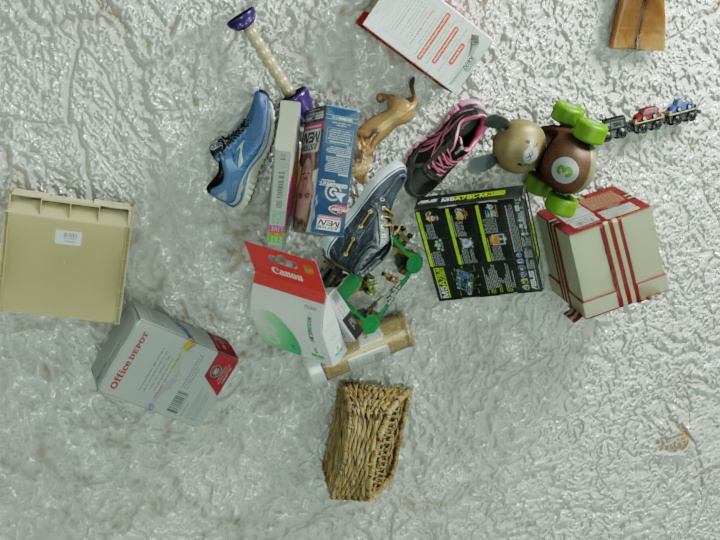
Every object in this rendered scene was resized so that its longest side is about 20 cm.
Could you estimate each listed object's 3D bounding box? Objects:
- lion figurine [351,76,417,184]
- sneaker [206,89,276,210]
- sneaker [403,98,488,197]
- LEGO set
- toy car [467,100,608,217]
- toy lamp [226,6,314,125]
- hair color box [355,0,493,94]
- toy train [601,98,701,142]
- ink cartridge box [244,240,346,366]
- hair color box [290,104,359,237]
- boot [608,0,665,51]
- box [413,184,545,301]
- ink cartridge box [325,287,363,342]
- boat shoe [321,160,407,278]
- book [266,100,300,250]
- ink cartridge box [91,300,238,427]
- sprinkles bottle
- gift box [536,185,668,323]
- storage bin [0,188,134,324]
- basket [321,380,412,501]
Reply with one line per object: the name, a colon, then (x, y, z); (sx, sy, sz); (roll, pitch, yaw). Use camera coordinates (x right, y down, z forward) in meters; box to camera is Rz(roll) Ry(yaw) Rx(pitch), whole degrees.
lion figurine: (0.034, -0.237, 1.672); (0.072, 0.123, 0.200); (40, 96, -21)
sneaker: (-0.197, -0.201, 1.658); (0.089, 0.079, 0.201); (17, 103, -19)
sneaker: (0.148, -0.203, 1.723); (0.079, 0.095, 0.200); (35, 99, -22)
LEGO set: (0.000, 0.000, 1.765); (0.154, 0.116, 0.201); (34, 85, -39)
toy car: (0.283, -0.200, 1.706); (0.199, 0.158, 0.165); (7, 116, -24)
toy lamp: (-0.138, -0.327, 1.642); (0.058, 0.058, 0.201); (-32, 112, 0)
hair color box: (0.105, -0.393, 1.669); (0.199, 0.064, 0.111); (33, 97, -18)
toy train: (0.514, -0.271, 1.813); (0.199, 0.034, 0.046); (-14, 98, -6)
ink cartridge box: (-0.118, 0.056, 1.666); (0.050, 0.160, 0.201); (-49, 139, -32)
hair color box: (-0.058, -0.156, 1.615); (0.060, 0.100, 0.201); (7, 90, -22)
boot: (0.523, -0.475, 1.730); (0.187, 0.069, 0.201); (-5, 109, -11)
box: (0.207, -0.044, 1.752); (0.192, 0.048, 0.201); (-5, 124, 21)
ink cartridge box: (-0.089, 0.081, 1.735); (0.037, 0.199, 0.095); (-49, 116, -35)
boat shoe: (0.031, -0.081, 1.672); (0.091, 0.071, 0.201); (37, 86, 24)
book: (-0.122, -0.149, 1.620); (0.048, 0.134, 0.201); (7, 132, -3)
ink cartridge box: (-0.332, 0.159, 1.722); (0.199, 0.083, 0.146); (27, 100, -31)
sprinkles bottle: (-0.005, 0.141, 1.815); (0.199, 0.068, 0.069); (-22, 111, -5)
gift box: (0.424, -0.018, 1.791); (0.183, 0.200, 0.188); (-18, 112, -1)
storage bin: (-0.479, -0.025, 1.647); (0.199, 0.094, 0.200); (7, 105, -14)
basket: (0.024, 0.317, 1.837); (0.148, 0.143, 0.201); (9, 106, -14)
